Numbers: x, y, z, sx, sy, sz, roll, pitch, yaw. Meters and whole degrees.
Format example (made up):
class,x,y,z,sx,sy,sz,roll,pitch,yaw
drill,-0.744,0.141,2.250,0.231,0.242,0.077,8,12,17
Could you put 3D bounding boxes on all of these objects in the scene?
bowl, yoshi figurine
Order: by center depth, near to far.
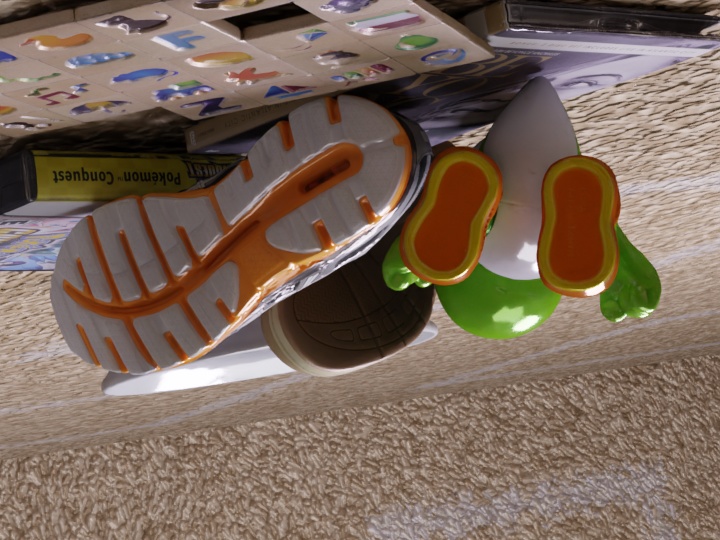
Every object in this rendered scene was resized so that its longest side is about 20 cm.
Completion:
class,x,y,z,sx,sy,sz,roll,pitch,yaw
yoshi figurine,0.068,-0.008,0.943,0.112,0.113,0.200,-36,180,7
bowl,-0.060,0.011,1.237,0.200,0.091,0.201,-11,174,-1

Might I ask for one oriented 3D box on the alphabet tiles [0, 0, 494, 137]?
class,x,y,z,sx,sy,sz,roll,pitch,yaw
alphabet tiles,-0.068,-0.078,0.794,0.199,0.008,0.167,-10,171,19

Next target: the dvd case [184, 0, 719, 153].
class,x,y,z,sx,sy,sz,roll,pitch,yaw
dvd case,0.041,-0.081,0.945,0.148,0.016,0.199,-3,170,-45

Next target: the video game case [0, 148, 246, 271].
class,x,y,z,sx,sy,sz,roll,pitch,yaw
video game case,-0.136,-0.025,1.042,0.180,0.026,0.200,-1,171,-40

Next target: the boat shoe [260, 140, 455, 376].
class,x,y,z,sx,sy,sz,roll,pitch,yaw
boat shoe,0.000,0.000,1.064,0.062,0.074,0.200,-23,-170,35

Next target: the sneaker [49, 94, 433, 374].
class,x,y,z,sx,sy,sz,roll,pitch,yaw
sneaker,-0.050,-0.012,0.936,0.199,0.079,0.077,-25,176,25
